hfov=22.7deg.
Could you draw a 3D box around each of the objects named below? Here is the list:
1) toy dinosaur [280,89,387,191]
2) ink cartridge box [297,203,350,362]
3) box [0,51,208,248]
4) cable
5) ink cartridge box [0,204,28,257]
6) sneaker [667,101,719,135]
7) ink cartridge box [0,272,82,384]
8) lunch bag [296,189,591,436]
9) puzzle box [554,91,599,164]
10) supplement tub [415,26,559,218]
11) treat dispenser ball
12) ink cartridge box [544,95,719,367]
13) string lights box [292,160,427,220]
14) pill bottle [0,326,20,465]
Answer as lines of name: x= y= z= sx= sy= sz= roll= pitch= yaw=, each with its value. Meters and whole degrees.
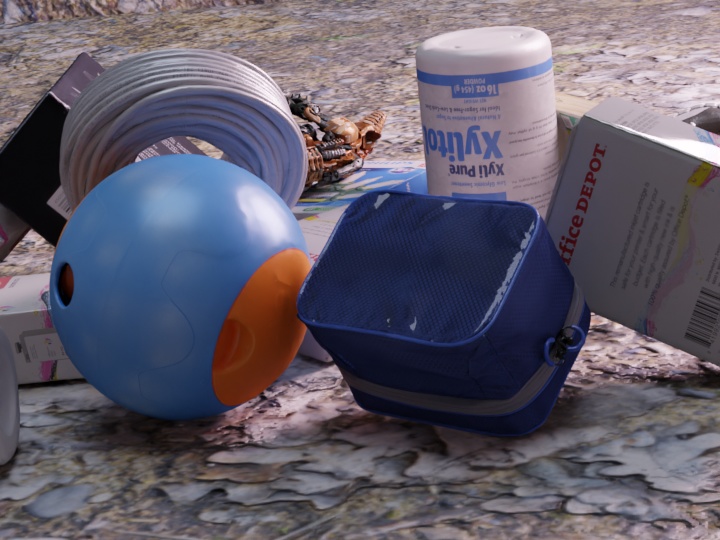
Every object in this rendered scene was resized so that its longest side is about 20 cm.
toy dinosaur: x=-0.043 y=-0.120 z=1.801 sx=0.135 sy=0.103 sz=0.200 roll=19 pitch=10 yaw=33
ink cartridge box: x=0.000 y=0.000 z=1.547 sx=0.199 sy=0.086 sz=0.147 roll=-21 pitch=21 yaw=-35
box: x=-0.234 y=-0.085 z=1.691 sx=0.117 sy=0.196 sz=0.200 roll=-47 pitch=11 yaw=14
cable: x=-0.143 y=-0.088 z=1.449 sx=0.199 sy=0.201 sz=0.069 roll=-9 pitch=45 yaw=-2
ink cartridge box: x=-0.383 y=-0.012 z=1.641 sx=0.116 sy=0.067 sz=0.200 roll=-44 pitch=3 yaw=23
sneaker: x=0.309 y=-0.121 z=1.874 sx=0.199 sy=0.075 sz=0.115 roll=-4 pitch=19 yaw=44
ink cartridge box: x=-0.242 y=0.044 z=1.522 sx=0.199 sy=0.068 sz=0.117 roll=-6 pitch=16 yaw=3
lunch bag: x=0.071 y=0.035 z=1.302 sx=0.199 sy=0.132 sz=0.136 roll=9 pitch=57 yaw=37
puzzle box: x=0.219 y=-0.111 z=1.755 sx=0.025 sy=0.133 sz=0.200 roll=-34 pitch=25 yaw=-13
supplement tub: x=0.124 y=-0.124 z=1.708 sx=0.131 sy=0.201 sz=0.132 roll=-6 pitch=16 yaw=2
treat dispenser ball: x=-0.135 y=0.012 z=1.357 sx=0.200 sy=0.202 sz=0.201 roll=-6 pitch=17 yaw=2
ink cartridge box: x=0.244 y=-0.026 z=1.334 sx=0.199 sy=0.146 sz=0.083 roll=24 pitch=26 yaw=18
string lights box: x=-0.006 y=-0.056 z=1.777 sx=0.102 sy=0.059 sz=0.200 roll=2 pitch=19 yaw=34
pill bottle: x=-0.359 y=0.099 z=1.315 sx=0.199 sy=0.110 sz=0.110 roll=-6 pitch=17 yaw=2
